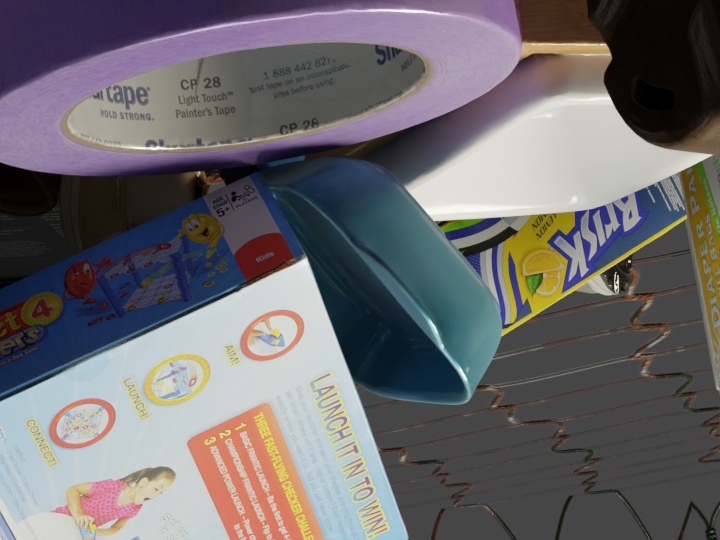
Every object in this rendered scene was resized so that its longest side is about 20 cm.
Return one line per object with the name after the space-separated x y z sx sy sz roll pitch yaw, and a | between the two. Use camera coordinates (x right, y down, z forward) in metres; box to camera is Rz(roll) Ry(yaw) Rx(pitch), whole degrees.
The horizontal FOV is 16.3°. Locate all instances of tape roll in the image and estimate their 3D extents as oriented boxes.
-0.046 -0.092 0.913 0.200 0.066 0.200 -9 169 -2 | tape roll

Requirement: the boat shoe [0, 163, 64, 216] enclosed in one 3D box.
-0.175 -0.062 0.986 0.072 0.068 0.200 -14 168 25 | boat shoe

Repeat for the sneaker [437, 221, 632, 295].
0.097 -0.029 1.426 0.079 0.074 0.200 -5 167 33 | sneaker

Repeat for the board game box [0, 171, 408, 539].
-0.097 0.080 1.045 0.196 0.056 0.200 -25 138 -6 | board game box

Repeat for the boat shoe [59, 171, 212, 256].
-0.081 -0.001 1.079 0.069 0.200 0.074 25 -138 29 | boat shoe

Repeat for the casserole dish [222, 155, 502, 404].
0.000 0.000 1.063 0.039 0.121 0.200 -43 -169 -14 | casserole dish

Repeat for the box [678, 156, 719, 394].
0.216 -0.026 1.160 0.101 0.200 0.112 -7 169 -12 | box

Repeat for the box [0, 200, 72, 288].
-0.156 0.010 1.191 0.200 0.079 0.141 -3 -154 -29 | box

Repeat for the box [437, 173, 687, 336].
0.088 -0.016 1.281 0.200 0.064 0.070 -30 -179 -30 | box

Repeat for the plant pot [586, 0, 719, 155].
0.186 -0.109 0.775 0.198 0.200 0.200 3 166 -16 | plant pot

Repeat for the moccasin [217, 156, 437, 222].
-0.014 -0.036 1.220 0.068 0.081 0.200 -28 161 27 | moccasin

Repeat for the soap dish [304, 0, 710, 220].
0.083 -0.082 1.071 0.157 0.081 0.200 -4 168 -28 | soap dish

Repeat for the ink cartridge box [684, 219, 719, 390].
0.304 0.004 1.596 0.125 0.129 0.200 -18 167 37 | ink cartridge box
